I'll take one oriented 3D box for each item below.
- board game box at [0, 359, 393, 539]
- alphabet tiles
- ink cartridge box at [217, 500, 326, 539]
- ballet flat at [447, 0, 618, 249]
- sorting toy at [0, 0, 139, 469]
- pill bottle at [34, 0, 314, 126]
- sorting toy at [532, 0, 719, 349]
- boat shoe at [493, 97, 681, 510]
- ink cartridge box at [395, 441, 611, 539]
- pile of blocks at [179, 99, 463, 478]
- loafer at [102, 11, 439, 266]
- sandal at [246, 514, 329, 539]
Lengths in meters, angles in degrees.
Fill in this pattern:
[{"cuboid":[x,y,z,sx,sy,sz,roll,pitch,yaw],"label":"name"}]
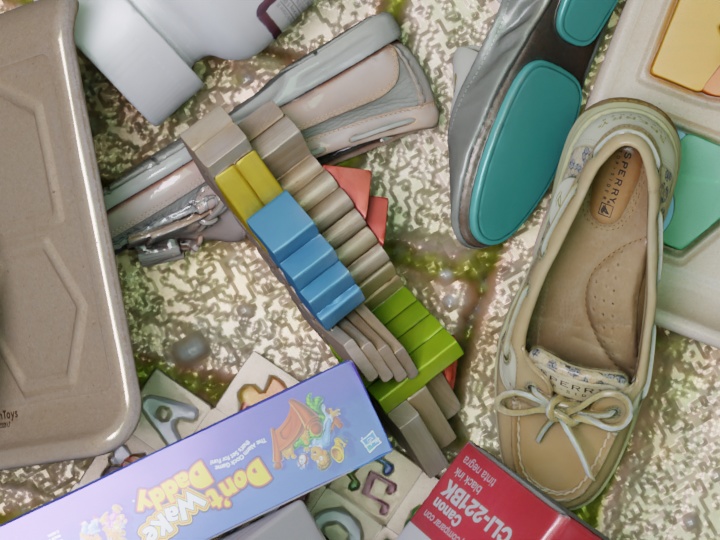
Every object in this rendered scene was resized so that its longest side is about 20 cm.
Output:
[{"cuboid":[-0.087,0.105,1.215,0.200,0.134,0.045,-26,87,-4],"label":"board game box"},{"cuboid":[-0.044,0.144,1.292,0.200,0.006,0.167,35,90,2],"label":"alphabet tiles"},{"cuboid":[-0.110,0.190,1.153,0.200,0.145,0.084,-29,92,31],"label":"ink cartridge box"},{"cuboid":[0.079,-0.107,1.274,0.064,0.067,0.200,24,88,39],"label":"ballet flat"},{"cuboid":[-0.168,-0.011,1.230,0.036,0.185,0.201,-4,85,-43],"label":"sorting toy"},{"cuboid":[-0.054,-0.168,1.249,0.200,0.110,0.110,-44,88,0],"label":"pill bottle"},{"cuboid":[0.198,-0.059,1.276,0.185,0.036,0.201,21,89,2],"label":"sorting toy"},{"cuboid":[0.101,0.022,1.243,0.073,0.063,0.201,9,108,5],"label":"boat shoe"},{"cuboid":[0.053,0.202,1.216,0.144,0.084,0.200,37,89,-38],"label":"ink cartridge box"},{"cuboid":[0.000,0.000,1.228,0.062,0.082,0.200,-38,115,-6],"label":"pile of blocks"},{"cuboid":[-0.055,-0.044,1.269,0.200,0.072,0.063,-34,95,-2],"label":"loafer"},{"cuboid":[-0.073,0.184,1.250,0.075,0.048,0.200,48,116,2],"label":"sandal"}]
